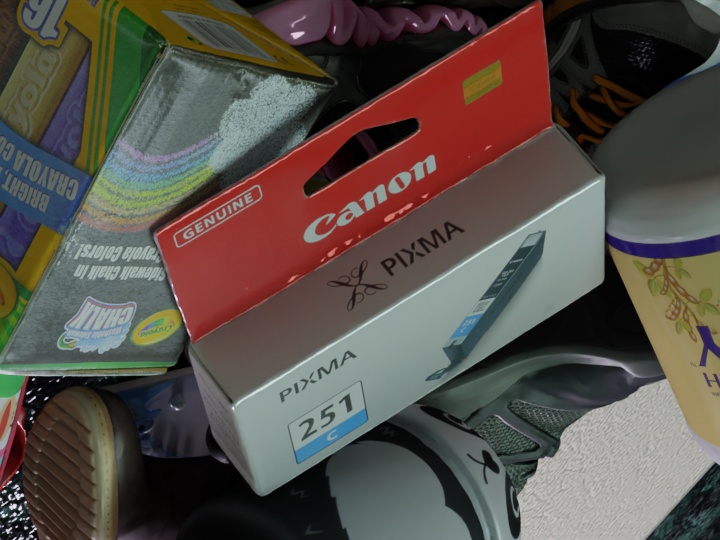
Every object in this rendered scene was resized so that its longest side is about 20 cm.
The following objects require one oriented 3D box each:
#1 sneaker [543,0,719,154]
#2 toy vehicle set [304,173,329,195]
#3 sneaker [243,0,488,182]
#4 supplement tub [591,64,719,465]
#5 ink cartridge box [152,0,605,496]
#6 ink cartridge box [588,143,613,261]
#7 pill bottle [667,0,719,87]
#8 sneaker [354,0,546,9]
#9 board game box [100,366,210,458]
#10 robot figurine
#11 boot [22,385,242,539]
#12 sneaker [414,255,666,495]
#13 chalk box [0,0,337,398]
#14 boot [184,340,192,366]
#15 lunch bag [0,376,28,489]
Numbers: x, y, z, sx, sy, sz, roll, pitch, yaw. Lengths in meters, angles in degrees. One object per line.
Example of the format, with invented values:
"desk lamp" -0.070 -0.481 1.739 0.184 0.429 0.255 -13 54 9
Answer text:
"sneaker" 0.104 -0.087 1.168 0.078 0.077 0.200 23 149 -35
"toy vehicle set" -0.043 -0.026 1.179 0.124 0.027 0.200 -48 160 13
"sneaker" 0.003 -0.077 1.078 0.079 0.095 0.200 -14 175 34
"supplement tub" 0.208 0.011 1.101 0.145 0.145 0.200 -35 114 -18
"ink cartridge box" 0.016 -0.004 1.005 0.200 0.045 0.176 -32 150 -13
"ink cartridge box" 0.157 -0.025 1.270 0.200 0.084 0.146 -6 153 18
"pill bottle" 0.170 -0.139 1.258 0.112 0.112 0.200 -41 151 -7
"sneaker" 0.027 -0.160 1.106 0.076 0.070 0.200 -28 161 23
"board game box" -0.062 0.134 1.249 0.200 0.026 0.200 -13 126 -25
"robot figurine" -0.009 0.142 1.106 0.200 0.125 0.150 -27 123 -42
"boot" -0.082 0.107 1.158 0.166 0.072 0.200 -25 140 -28
"sneaker" 0.103 0.059 1.222 0.199 0.076 0.114 -16 143 -4
"chalk box" -0.129 -0.035 0.966 0.124 0.124 0.200 5 121 -57
"boot" 0.000 0.000 1.119 0.200 0.074 0.096 -39 168 35
"lunch bag" -0.230 0.096 1.063 0.176 0.082 0.200 -18 142 -44
